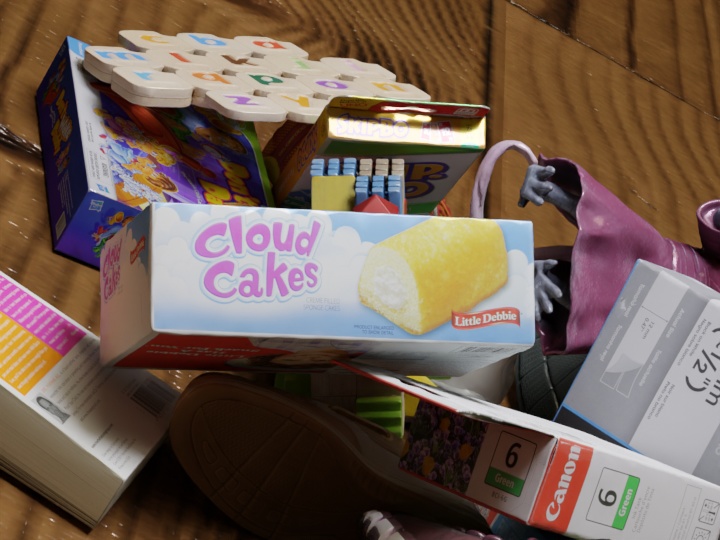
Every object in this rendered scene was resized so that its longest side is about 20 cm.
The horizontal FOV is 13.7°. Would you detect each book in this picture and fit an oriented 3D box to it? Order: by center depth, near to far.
[{"bbox_3d":[-0.189,0.038,1.517,0.200,0.048,0.134,34,20,1],"label":"book"}]

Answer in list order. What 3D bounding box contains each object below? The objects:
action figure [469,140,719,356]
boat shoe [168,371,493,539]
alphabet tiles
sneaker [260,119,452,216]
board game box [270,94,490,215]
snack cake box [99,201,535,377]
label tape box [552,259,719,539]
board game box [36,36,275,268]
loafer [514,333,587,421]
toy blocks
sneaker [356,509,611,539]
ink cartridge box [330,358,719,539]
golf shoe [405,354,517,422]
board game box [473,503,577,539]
[{"bbox_3d":[0.170,0.014,1.762,0.200,0.134,0.149,15,6,-34],"label":"action figure"},{"bbox_3d":[-0.019,0.106,1.573,0.200,0.074,0.069,33,17,-26],"label":"boat shoe"},{"bbox_3d":[-0.063,-0.114,1.823,0.200,0.015,0.196,0,18,-27],"label":"alphabet tiles"},{"bbox_3d":[-0.004,-0.058,1.936,0.200,0.077,0.073,30,21,-55],"label":"sneaker"},{"bbox_3d":[0.006,-0.058,1.785,0.095,0.200,0.030,3,69,-14],"label":"board game box"},{"bbox_3d":[-0.023,0.012,1.516,0.199,0.067,0.115,2,-10,-18],"label":"snack cake box"},{"bbox_3d":[0.204,0.103,1.619,0.200,0.144,0.066,33,8,37],"label":"label tape box"},{"bbox_3d":[-0.121,-0.054,1.797,0.134,0.045,0.200,23,24,-22],"label":"board game box"},{"bbox_3d":[0.150,0.103,1.821,0.063,0.072,0.200,40,20,-41],"label":"loafer"},{"bbox_3d":[0.000,0.000,1.681,0.100,0.137,0.200,-1,22,2],"label":"toy blocks"},{"bbox_3d":[0.071,0.158,1.470,0.115,0.076,0.200,-14,15,-10],"label":"sneaker"},{"bbox_3d":[0.082,0.100,1.526,0.200,0.050,0.109,18,1,-39],"label":"ink cartridge box"},{"bbox_3d":[0.064,0.022,1.817,0.078,0.097,0.200,21,23,-20],"label":"golf shoe"},{"bbox_3d":[0.160,0.185,1.627,0.200,0.040,0.153,26,7,-16],"label":"board game box"}]
